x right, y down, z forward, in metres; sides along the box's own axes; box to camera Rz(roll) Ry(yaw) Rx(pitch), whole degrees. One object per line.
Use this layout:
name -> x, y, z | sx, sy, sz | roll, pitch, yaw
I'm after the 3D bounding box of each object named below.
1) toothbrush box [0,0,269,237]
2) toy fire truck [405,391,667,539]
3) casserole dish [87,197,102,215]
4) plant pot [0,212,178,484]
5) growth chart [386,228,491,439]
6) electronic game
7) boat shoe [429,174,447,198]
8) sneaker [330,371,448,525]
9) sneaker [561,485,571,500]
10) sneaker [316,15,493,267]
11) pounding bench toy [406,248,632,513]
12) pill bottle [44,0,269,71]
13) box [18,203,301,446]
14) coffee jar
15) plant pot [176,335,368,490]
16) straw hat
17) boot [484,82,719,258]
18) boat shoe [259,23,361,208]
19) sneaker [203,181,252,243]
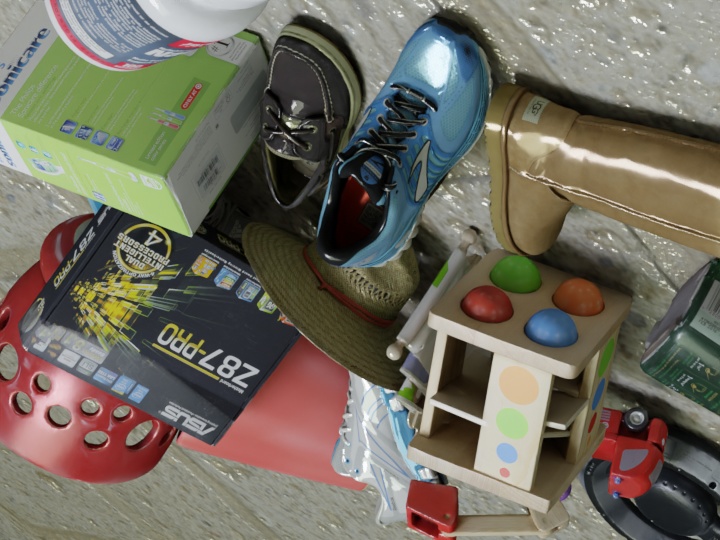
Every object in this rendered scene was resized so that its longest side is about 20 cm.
toothbrush box -> -0.187, -0.133, 1.613 | 0.200, 0.146, 0.086 | 20, 155, 23
toy fire truck -> 0.148, 0.172, 1.719 | 0.200, 0.141, 0.049 | 12, 153, 10
casserole dish -> -0.212, -0.096, 1.752 | 0.200, 0.039, 0.121 | 64, 157, 15
plant pot -> -0.232, 0.060, 1.837 | 0.200, 0.200, 0.183 | 31, 120, 3
growth chart -> 0.077, 0.074, 1.701 | 0.018, 0.145, 0.200 | 26, 159, 31
electronic game -> 0.280, 0.202, 1.822 | 0.200, 0.042, 0.200 | 26, 149, 18
boat shoe -> 0.031, -0.081, 1.554 | 0.063, 0.073, 0.200 | 38, 146, 3
sneaker -> 0.007, 0.135, 1.771 | 0.075, 0.086, 0.200 | -76, -36, -77
sneaker -> 0.162, 0.169, 1.879 | 0.114, 0.073, 0.200 | 34, 167, -13
sneaker -> 0.027, -0.081, 1.428 | 0.078, 0.090, 0.200 | 29, 112, 15
pounding bench toy -> 0.143, 0.062, 1.635 | 0.124, 0.200, 0.156 | 20, 123, 20
pill bottle -> -0.127, -0.211, 1.419 | 0.120, 0.120, 0.200 | 42, 155, -23
box -> -0.158, 0.037, 1.702 | 0.200, 0.161, 0.049 | 31, -163, -27
coffee jar -> 0.312, 0.082, 1.496 | 0.200, 0.085, 0.104 | 33, 153, 0
plant pot -> -0.051, 0.103, 1.875 | 0.177, 0.201, 0.200 | 25, 157, -5
straw hat -> 0.000, 0.000, 1.702 | 0.201, 0.085, 0.201 | 37, -162, -14
boot -> 0.188, -0.043, 1.432 | 0.200, 0.066, 0.175 | 20, 154, 24
boat shoe -> -0.043, -0.112, 1.579 | 0.073, 0.065, 0.200 | 26, 155, 17
sneaker -> -0.126, -0.058, 1.793 | 0.115, 0.075, 0.200 | 35, 167, -20
